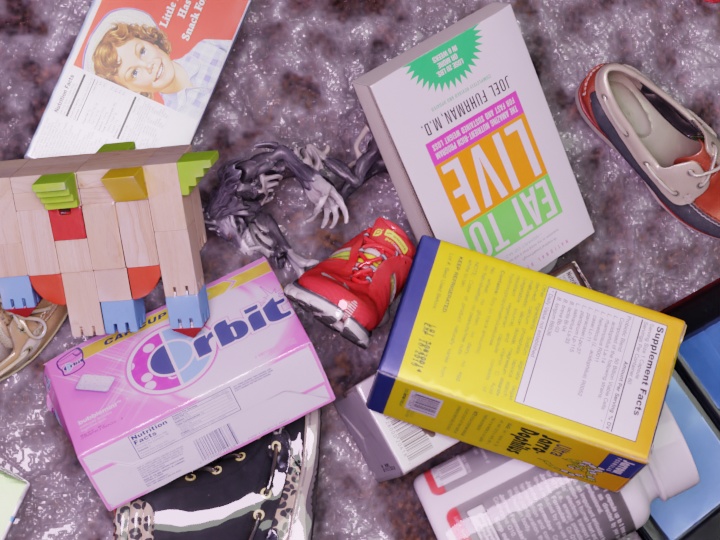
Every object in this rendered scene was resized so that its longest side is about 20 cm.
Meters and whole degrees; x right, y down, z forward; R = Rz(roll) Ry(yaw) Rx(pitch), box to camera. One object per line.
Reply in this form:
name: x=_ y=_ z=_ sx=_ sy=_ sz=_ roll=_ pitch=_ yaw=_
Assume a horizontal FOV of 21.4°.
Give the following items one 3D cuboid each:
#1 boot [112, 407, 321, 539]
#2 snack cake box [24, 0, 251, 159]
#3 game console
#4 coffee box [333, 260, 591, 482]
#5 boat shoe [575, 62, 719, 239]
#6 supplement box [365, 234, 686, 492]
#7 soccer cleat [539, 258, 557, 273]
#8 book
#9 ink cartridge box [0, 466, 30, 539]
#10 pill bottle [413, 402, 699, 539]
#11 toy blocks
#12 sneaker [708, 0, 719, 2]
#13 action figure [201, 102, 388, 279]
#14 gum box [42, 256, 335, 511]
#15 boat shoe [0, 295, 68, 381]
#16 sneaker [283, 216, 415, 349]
boot: x=-0.110 y=0.151 z=1.460 sx=0.153 sy=0.073 sz=0.205 roll=5 pitch=81 yaw=-7
snack cake box: x=-0.172 y=-0.150 z=1.485 sx=0.115 sy=0.067 sz=0.201 roll=23 pitch=80 yaw=-6
game console: x=0.281 y=0.130 z=1.513 sx=0.172 sy=0.119 sz=0.200 roll=-36 pitch=91 yaw=-13
coffee box: x=0.089 y=0.081 z=1.485 sx=0.200 sy=0.114 sz=0.080 roll=-29 pitch=88 yaw=-14
boat shoe: x=0.262 y=-0.097 z=1.566 sx=0.200 sy=0.063 sz=0.071 roll=42 pitch=76 yaw=-5
supplement box: x=0.116 y=0.069 z=1.369 sx=0.199 sy=0.110 sz=0.109 roll=19 pitch=72 yaw=2
soccer cleat: x=0.101 y=-0.085 z=1.520 sx=0.070 sy=0.086 sz=0.201 roll=-28 pitch=90 yaw=-13
book: x=0.090 y=-0.087 z=1.463 sx=0.133 sy=0.048 sz=0.201 roll=-31 pitch=113 yaw=-16
ink cartridge box: x=-0.310 y=0.235 z=1.394 sx=0.059 sy=0.104 sz=0.201 roll=25 pitch=79 yaw=-6
pill bottle: x=0.152 y=0.167 z=1.467 sx=0.199 sy=0.114 sz=0.114 roll=-27 pitch=89 yaw=1
toy blocks: x=-0.192 y=-0.015 z=1.404 sx=0.199 sy=0.100 sz=0.137 roll=-4 pitch=109 yaw=10
sneaker: x=0.309 y=-0.266 z=1.588 sx=0.199 sy=0.077 sz=0.085 roll=2 pitch=89 yaw=-1
action figure: x=-0.046 y=-0.055 z=1.474 sx=0.199 sy=0.119 sz=0.102 roll=-24 pitch=74 yaw=-19
gum box: x=-0.134 y=0.085 z=1.423 sx=0.199 sy=0.114 sz=0.066 roll=-26 pitch=131 yaw=-5
boat shoe: x=-0.294 y=0.056 z=1.438 sx=0.200 sy=0.063 sz=0.073 roll=-38 pitch=92 yaw=-13
sneaker: x=0.000 y=0.000 z=1.432 sx=0.077 sy=0.200 sz=0.085 roll=34 pitch=102 yaw=1
